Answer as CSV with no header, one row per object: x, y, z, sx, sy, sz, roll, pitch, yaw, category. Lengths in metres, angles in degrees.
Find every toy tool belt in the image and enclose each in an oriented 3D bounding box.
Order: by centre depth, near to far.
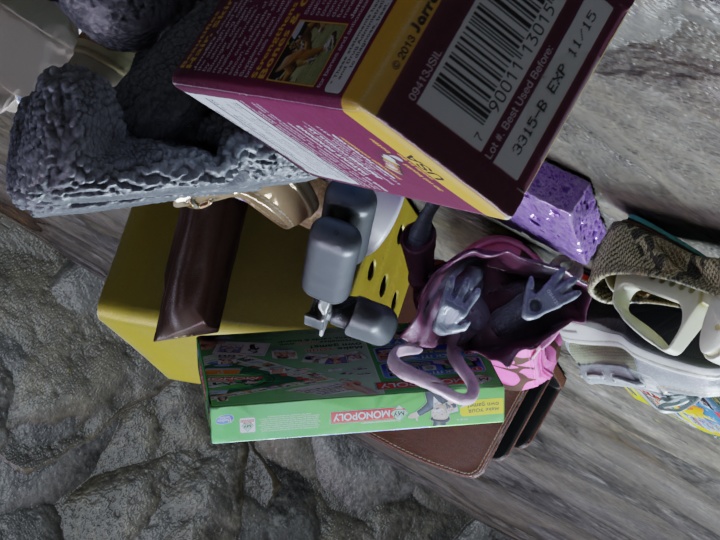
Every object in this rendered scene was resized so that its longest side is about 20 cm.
-0.185,-0.148,1.819,0.199,0.126,0.123,29,-157,31,toy tool belt

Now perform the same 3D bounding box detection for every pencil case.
0.113,0.040,1.913,0.093,0.091,0.200,34,175,12,pencil case

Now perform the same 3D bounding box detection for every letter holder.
0.060,0.102,2.269,0.199,0.143,0.101,26,171,21,letter holder

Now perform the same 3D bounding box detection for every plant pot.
-0.062,-0.011,1.914,0.175,0.201,0.200,15,167,18,plant pot

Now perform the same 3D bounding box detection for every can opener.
0.000,0.000,1.572,0.067,0.054,0.200,21,164,2,can opener

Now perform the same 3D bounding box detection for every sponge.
0.062,-0.071,1.634,0.199,0.030,0.112,27,172,18,sponge

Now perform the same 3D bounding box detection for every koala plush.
-0.106,-0.139,1.348,0.183,0.201,0.177,-7,179,-12,koala plush

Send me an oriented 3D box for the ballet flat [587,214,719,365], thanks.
0.208,0.019,1.508,0.068,0.076,0.200,37,169,-35,ballet flat

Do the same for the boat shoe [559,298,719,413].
0.200,0.058,1.689,0.202,0.074,0.065,12,124,61,boat shoe

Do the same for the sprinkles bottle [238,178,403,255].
-0.070,-0.077,1.623,0.199,0.069,0.068,24,174,-16,sprinkles bottle

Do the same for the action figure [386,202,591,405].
0.080,0.026,1.731,0.134,0.149,0.200,31,174,-14,action figure

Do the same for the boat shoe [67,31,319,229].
-0.107,-0.071,1.506,0.200,0.065,0.071,35,170,-36,boat shoe

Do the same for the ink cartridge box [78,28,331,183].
-0.063,-0.133,1.500,0.199,0.086,0.146,31,172,0,ink cartridge box

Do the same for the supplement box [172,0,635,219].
0.017,-0.112,1.202,0.103,0.131,0.200,34,171,-29,supplement box

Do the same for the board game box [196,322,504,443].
-0.010,0.074,1.738,0.199,0.029,0.135,-3,-160,-6,board game box

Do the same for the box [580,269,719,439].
0.237,0.074,1.857,0.136,0.038,0.200,25,170,31,box

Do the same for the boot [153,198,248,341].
-0.091,-0.040,1.727,0.064,0.201,0.186,17,178,-11,boot
